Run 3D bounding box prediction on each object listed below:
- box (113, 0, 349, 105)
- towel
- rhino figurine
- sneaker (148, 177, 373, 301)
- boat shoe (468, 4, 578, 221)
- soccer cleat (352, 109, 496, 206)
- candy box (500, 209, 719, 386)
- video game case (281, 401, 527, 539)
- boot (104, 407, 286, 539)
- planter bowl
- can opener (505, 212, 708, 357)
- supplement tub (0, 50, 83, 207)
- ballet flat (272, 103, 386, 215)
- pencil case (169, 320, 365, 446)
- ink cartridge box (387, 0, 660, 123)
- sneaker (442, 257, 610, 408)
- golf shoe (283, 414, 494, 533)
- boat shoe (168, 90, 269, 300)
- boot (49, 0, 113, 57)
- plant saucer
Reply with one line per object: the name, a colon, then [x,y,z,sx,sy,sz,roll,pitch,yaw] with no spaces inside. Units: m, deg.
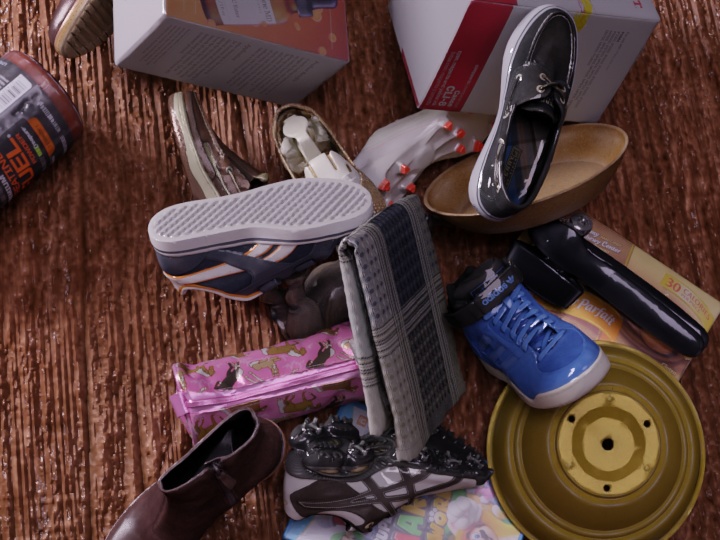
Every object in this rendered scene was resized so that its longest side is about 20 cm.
box: [-0.123,-0.261,1.479,0.199,0.106,0.154,9,66,-33]
towel: [0.036,0.048,1.360,0.034,0.192,0.202,-10,101,21]
rhino figurine: [0.000,0.000,1.454,0.199,0.088,0.060,-29,34,-17]
sneaker: [-0.082,-0.026,1.382,0.198,0.080,0.079,-7,38,8]
boat shoe: [0.151,-0.137,1.352,0.068,0.057,0.202,22,80,-21]
soccer cleat: [0.057,-0.127,1.514,0.200,0.070,0.077,-38,44,-26]
candy box: [0.227,0.029,1.478,0.199,0.055,0.116,34,70,7]
video game case: [0.048,0.218,1.408,0.199,0.018,0.144,24,70,3]
boot: [-0.153,0.186,1.307,0.199,0.166,0.073,-37,75,-3]
planter bowl: [0.212,0.156,1.376,0.198,0.083,0.202,0,80,1]
can opener: [0.231,0.014,1.428,0.199,0.079,0.063,31,27,8]
supplement tub: [-0.358,-0.102,1.436,0.107,0.107,0.200,42,71,10]
ballet flat: [-0.037,-0.091,1.442,0.070,0.065,0.200,-36,42,-3]
pencil case: [-0.069,0.099,1.395,0.198,0.087,0.083,-14,47,-4]
ink cartridge box: [0.152,-0.243,1.484,0.198,0.145,0.146,3,50,-22]
sneaker: [0.136,0.047,1.369,0.077,0.200,0.112,-38,108,-9]
golf shoe: [0.020,0.182,1.378,0.198,0.095,0.078,8,26,-25]
boat shoe: [-0.121,-0.077,1.471,0.074,0.075,0.204,-18,84,-5]
boot: [-0.298,-0.314,1.547,0.165,0.072,0.201,22,70,16]
plant saucer: [0.158,-0.081,1.464,0.199,0.200,0.036,-25,110,-14]
